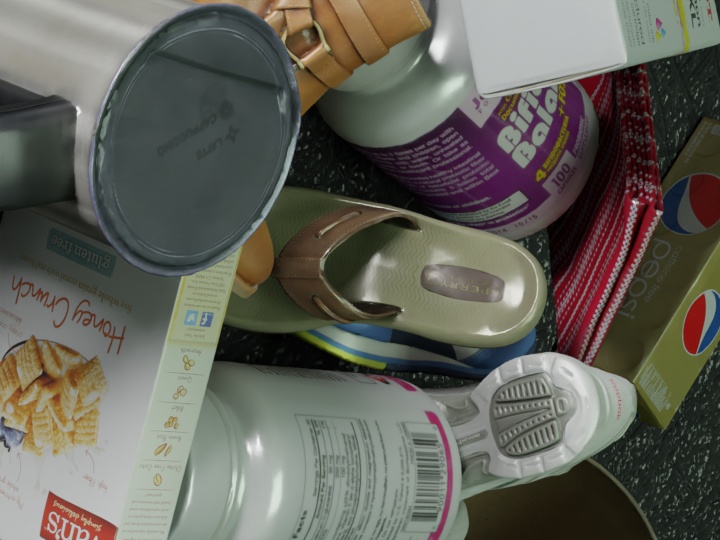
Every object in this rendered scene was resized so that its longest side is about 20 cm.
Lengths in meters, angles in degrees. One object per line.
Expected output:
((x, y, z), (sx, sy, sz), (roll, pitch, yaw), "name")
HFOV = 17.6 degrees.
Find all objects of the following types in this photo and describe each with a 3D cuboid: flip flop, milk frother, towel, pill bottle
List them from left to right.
((-0.145, -0.029, 1.032), (0.180, 0.188, 0.201), (-34, 128, -32), "milk frother")
((-0.050, 0.105, 1.196), (0.199, 0.113, 0.114), (9, 100, -49), "pill bottle")
((0.000, 0.000, 1.229), (0.058, 0.199, 0.082), (71, 29, -83), "flip flop")
((0.041, -0.102, 1.271), (0.200, 0.112, 0.113), (36, 79, -50), "pill bottle")
((0.135, -0.044, 1.349), (0.022, 0.201, 0.145), (13, 128, -9), "towel")

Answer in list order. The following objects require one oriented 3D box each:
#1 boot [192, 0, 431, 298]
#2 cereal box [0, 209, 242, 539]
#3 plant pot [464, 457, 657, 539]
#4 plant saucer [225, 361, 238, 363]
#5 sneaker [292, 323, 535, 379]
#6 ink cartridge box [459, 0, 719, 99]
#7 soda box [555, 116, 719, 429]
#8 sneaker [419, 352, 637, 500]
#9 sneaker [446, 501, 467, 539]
((-0.036, -0.093, 1.154), (0.154, 0.074, 0.201), (-22, 118, -1), "boot")
((-0.131, 0.039, 1.114), (0.039, 0.143, 0.201), (8, 99, -46), "cereal box")
((0.081, 0.207, 1.418), (0.201, 0.200, 0.135), (-59, 173, -12), "plant pot")
((-0.107, 0.140, 1.267), (0.200, 0.039, 0.202), (-22, 121, -41), "plant saucer")
((0.039, 0.014, 1.341), (0.199, 0.074, 0.083), (9, 98, -51), "sneaker")
((0.116, -0.176, 1.227), (0.200, 0.082, 0.147), (-22, 100, -66), "ink cartridge box")
((0.215, 0.000, 1.548), (0.200, 0.068, 0.064), (-56, 139, -16), "soda box")
((0.068, 0.096, 1.297), (0.099, 0.199, 0.078), (6, 75, -53), "sneaker")
((-0.002, 0.209, 1.308), (0.200, 0.075, 0.089), (-49, 134, -34), "sneaker")
